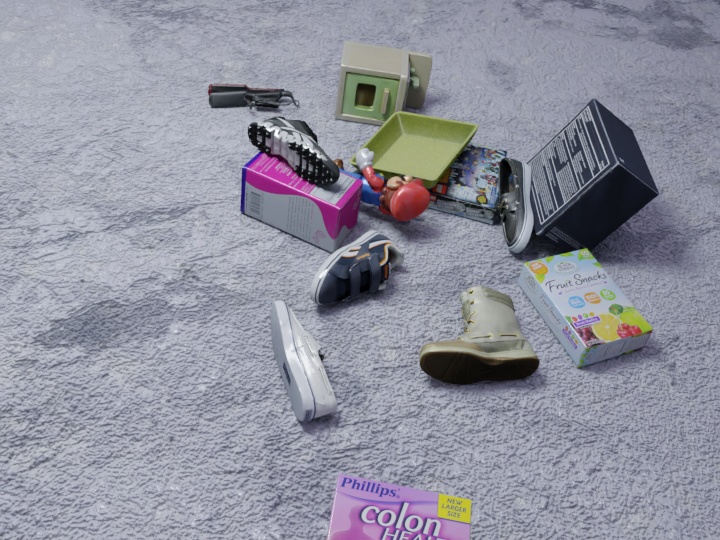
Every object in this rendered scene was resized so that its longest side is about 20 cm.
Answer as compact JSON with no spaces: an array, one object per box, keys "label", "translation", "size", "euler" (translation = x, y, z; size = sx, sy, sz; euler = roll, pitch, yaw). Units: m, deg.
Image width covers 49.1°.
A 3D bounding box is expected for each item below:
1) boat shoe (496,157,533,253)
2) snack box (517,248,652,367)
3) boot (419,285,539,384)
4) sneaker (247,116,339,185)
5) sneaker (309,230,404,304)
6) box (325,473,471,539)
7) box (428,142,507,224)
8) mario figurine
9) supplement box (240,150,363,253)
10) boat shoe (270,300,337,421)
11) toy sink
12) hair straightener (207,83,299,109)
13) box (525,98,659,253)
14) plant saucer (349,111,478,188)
[{"label":"boat shoe","translation":[0.283,-0.125,1.478],"size":[0.056,0.069,0.204],"euler":[20,55,-19]},{"label":"snack box","translation":[0.379,0.059,1.345],"size":[0.139,0.054,0.202],"euler":[-10,47,-21]},{"label":"boot","translation":[0.173,0.098,1.255],"size":[0.195,0.073,0.157],"euler":[2,45,-16]},{"label":"sneaker","translation":[-0.101,-0.220,1.383],"size":[0.198,0.067,0.090],"euler":[32,48,24]},{"label":"sneaker","translation":[0.000,0.000,1.316],"size":[0.078,0.080,0.199],"euler":[27,44,25]},{"label":"box","translation":[0.037,0.368,0.936],"size":[0.172,0.098,0.202],"euler":[11,43,1]},{"label":"box","translation":[0.214,-0.184,1.570],"size":[0.134,0.040,0.202],"euler":[14,44,5]},{"label":"mario figurine","translation":[0.042,-0.156,1.450],"size":[0.196,0.108,0.123],"euler":[18,4,25]},{"label":"supplement box","translation":[-0.106,-0.132,1.413],"size":[0.197,0.103,0.104],"euler":[25,44,14]},{"label":"boat shoe","translation":[-0.085,0.128,1.177],"size":[0.064,0.073,0.202],"euler":[-6,47,-22]},{"label":"toy sink","translation":[0.050,-0.391,1.685],"size":[0.195,0.132,0.113],"euler":[8,43,-3]},{"label":"hair straightener","translation":[-0.224,-0.356,1.671],"size":[0.195,0.041,0.078],"euler":[3,44,-14]},{"label":"box","translation":[0.417,-0.166,1.456],"size":[0.122,0.198,0.203],"euler":[26,39,-24]},{"label":"plant saucer","translation":[0.109,-0.231,1.558],"size":[0.197,0.049,0.200],"euler":[16,48,29]}]
